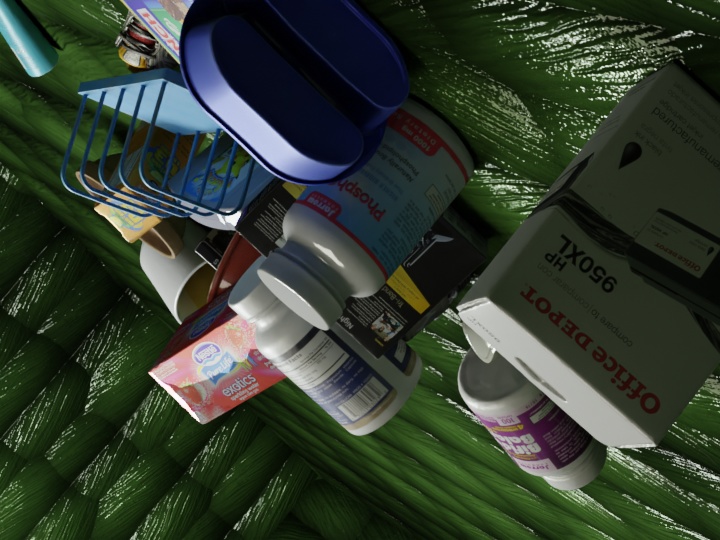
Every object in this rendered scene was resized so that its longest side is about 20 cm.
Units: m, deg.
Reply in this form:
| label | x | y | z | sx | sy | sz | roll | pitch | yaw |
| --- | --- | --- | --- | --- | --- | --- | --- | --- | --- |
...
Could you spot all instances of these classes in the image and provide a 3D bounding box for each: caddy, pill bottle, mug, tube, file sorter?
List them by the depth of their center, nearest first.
| label | x | y | z | sx | sy | sz | roll | pitch | yaw |
| --- | --- | --- | --- | --- | --- | --- | --- | --- | --- |
| caddy | -0.056 | -0.164 | 1.330 | 0.200 | 0.142 | 0.105 | 43 | 162 | -13 |
| pill bottle | 0.002 | -0.049 | 1.414 | 0.109 | 0.200 | 0.109 | 37 | 168 | 10 |
| pill bottle | -0.040 | 0.070 | 1.673 | 0.200 | 0.111 | 0.111 | 43 | 167 | -17 |
| file sorter | -0.214 | -0.129 | 1.719 | 0.138 | 0.124 | 0.199 | 20 | 169 | -34 |
| pill bottle | 0.198 | 0.160 | 1.783 | 0.112 | 0.112 | 0.200 | 26 | 161 | 49 |
| tube | -0.487 | -0.353 | 2.191 | 0.077 | 0.050 | 0.200 | 23 | 155 | 43 |
| mug | -0.275 | 0.002 | 2.600 | 0.153 | 0.149 | 0.187 | 41 | 164 | 34 |

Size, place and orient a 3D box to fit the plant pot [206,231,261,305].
| label | x | y | z | sx | sy | sz | roll | pitch | yaw |
| --- | --- | --- | --- | --- | --- | --- | --- | --- | --- |
| plant pot | -0.050 | 0.026 | 1.908 | 0.195 | 0.201 | 0.201 | 29 | 166 | 13 |

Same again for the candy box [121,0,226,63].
| label | x | y | z | sx | sy | sz | roll | pitch | yaw |
| --- | --- | --- | --- | --- | --- | --- | --- | --- | --- |
| candy box | -0.126 | -0.229 | 1.457 | 0.169 | 0.077 | 0.200 | 45 | 168 | -25 |

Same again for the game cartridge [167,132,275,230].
| label | x | y | z | sx | sy | sz | roll | pitch | yaw |
| --- | --- | --- | --- | --- | --- | --- | --- | --- | --- |
| game cartridge | -0.136 | -0.105 | 1.797 | 0.041 | 0.133 | 0.200 | 53 | 162 | -29 |

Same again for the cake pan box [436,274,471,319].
| label | x | y | z | sx | sy | sz | roll | pitch | yaw |
| --- | --- | --- | --- | --- | --- | --- | --- | --- | --- |
| cake pan box | 0.029 | -0.036 | 1.742 | 0.200 | 0.052 | 0.184 | 38 | 170 | 10 |

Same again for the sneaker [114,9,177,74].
| label | x | y | z | sx | sy | sz | roll | pitch | yaw |
| --- | --- | --- | --- | --- | --- | --- | --- | --- | --- |
| sneaker | -0.207 | -0.244 | 1.636 | 0.078 | 0.082 | 0.200 | 39 | 167 | 6 |

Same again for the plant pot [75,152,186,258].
| label | x | y | z | sx | sy | sz | roll | pitch | yaw |
| --- | --- | --- | --- | --- | --- | --- | --- | --- | --- |
| plant pot | -0.330 | -0.116 | 2.444 | 0.201 | 0.093 | 0.201 | 39 | 168 | 10 |

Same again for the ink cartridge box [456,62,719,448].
| label | x | y | z | sx | sy | sz | roll | pitch | yaw |
| --- | --- | --- | --- | --- | --- | --- | --- | --- | --- |
| ink cartridge box | 0.181 | -0.006 | 1.026 | 0.144 | 0.200 | 0.084 | 40 | 168 | -3 |

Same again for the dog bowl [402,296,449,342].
| label | x | y | z | sx | sy | sz | roll | pitch | yaw |
| --- | --- | --- | --- | --- | --- | --- | --- | --- | --- |
| dog bowl | 0.000 | 0.000 | 1.708 | 0.200 | 0.059 | 0.200 | 37 | 168 | 9 |

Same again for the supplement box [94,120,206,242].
| label | x | y | z | sx | sy | sz | roll | pitch | yaw |
| --- | --- | --- | --- | --- | --- | --- | --- | --- | --- |
| supplement box | -0.246 | -0.127 | 1.911 | 0.069 | 0.201 | 0.067 | -27 | 119 | 36 |

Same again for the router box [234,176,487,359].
| label | x | y | z | sx | sy | sz | roll | pitch | yaw |
| --- | --- | --- | --- | --- | --- | --- | --- | --- | --- |
| router box | 0.002 | -0.035 | 1.569 | 0.200 | 0.157 | 0.052 | 43 | -160 | -11 |

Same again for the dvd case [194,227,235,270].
| label | x | y | z | sx | sy | sz | roll | pitch | yaw |
| --- | --- | --- | --- | --- | --- | --- | --- | --- | --- |
| dvd case | -0.130 | -0.015 | 2.116 | 0.150 | 0.025 | 0.200 | 41 | -159 | -3 |

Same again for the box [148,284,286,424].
| label | x | y | z | sx | sy | sz | roll | pitch | yaw |
| --- | --- | --- | --- | --- | --- | --- | --- | --- | --- |
| box | -0.134 | 0.080 | 1.806 | 0.095 | 0.100 | 0.200 | 45 | 134 | -15 |

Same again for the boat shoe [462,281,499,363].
| label | x | y | z | sx | sy | sz | roll | pitch | yaw |
| --- | --- | --- | --- | --- | --- | --- | --- | --- | --- |
| boat shoe | 0.153 | 0.038 | 1.594 | 0.075 | 0.062 | 0.200 | 53 | 163 | 16 |
